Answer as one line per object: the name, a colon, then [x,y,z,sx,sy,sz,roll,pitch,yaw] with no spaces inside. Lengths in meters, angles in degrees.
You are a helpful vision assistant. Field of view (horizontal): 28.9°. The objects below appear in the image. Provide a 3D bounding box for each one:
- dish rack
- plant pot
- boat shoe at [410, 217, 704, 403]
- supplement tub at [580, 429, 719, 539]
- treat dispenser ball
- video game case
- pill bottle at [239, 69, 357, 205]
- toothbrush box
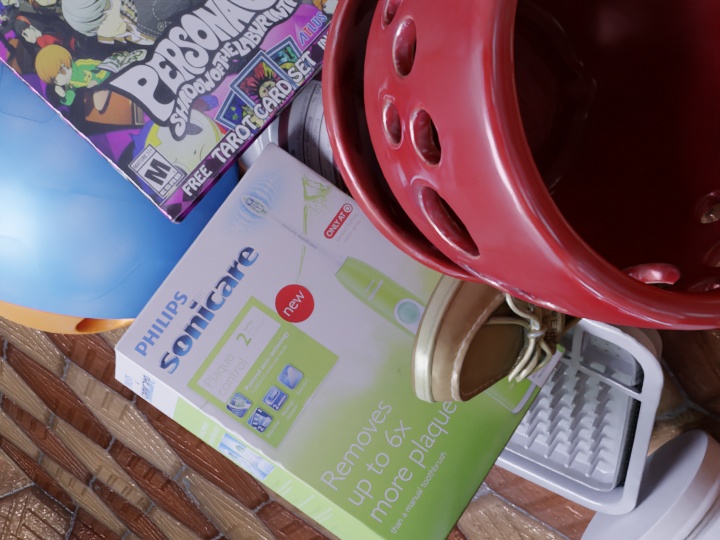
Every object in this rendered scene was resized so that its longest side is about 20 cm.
dish rack: [0.106,0.061,0.864,0.171,0.044,0.200,23,146,20]
plant pot: [0.091,-0.077,0.590,0.200,0.200,0.182,50,160,-17]
boat shoe: [0.102,0.004,0.714,0.063,0.201,0.073,25,134,32]
supplement tub: [0.253,0.214,0.907,0.200,0.144,0.144,43,157,-1]
treat dispenser ball: [-0.176,-0.061,0.868,0.201,0.201,0.201,34,156,18]
video game case: [-0.097,-0.158,0.752,0.181,0.200,0.036,44,180,-2]
pill bottle: [0.022,-0.078,0.804,0.200,0.114,0.114,21,149,41]
toothbrush box: [-0.014,0.052,0.774,0.200,0.146,0.086,35,162,2]
